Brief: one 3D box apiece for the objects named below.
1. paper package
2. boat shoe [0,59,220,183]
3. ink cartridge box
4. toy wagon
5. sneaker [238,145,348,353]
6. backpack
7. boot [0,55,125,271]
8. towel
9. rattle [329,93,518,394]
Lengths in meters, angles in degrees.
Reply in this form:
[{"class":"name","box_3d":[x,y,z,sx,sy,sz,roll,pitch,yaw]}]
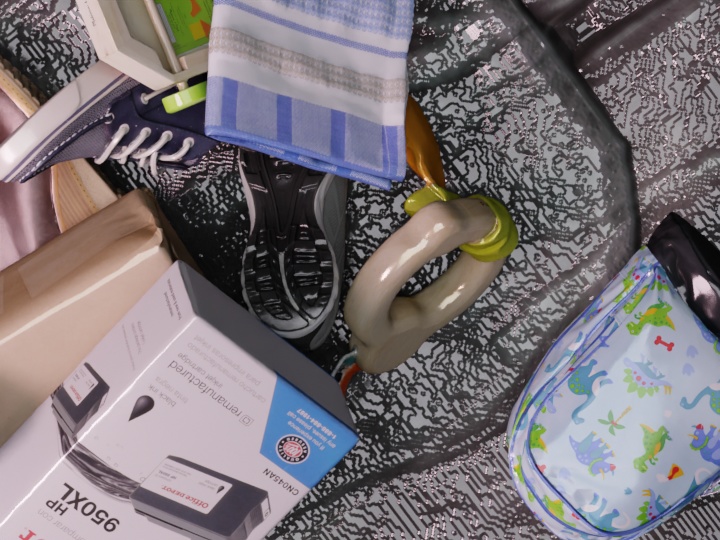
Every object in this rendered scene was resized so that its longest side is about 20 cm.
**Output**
[{"class":"paper package","box_3d":[-0.173,0.079,1.613,0.200,0.103,0.191,-31,115,3]},{"class":"boat shoe","box_3d":[-0.149,-0.094,1.602,0.093,0.075,0.200,52,56,-6]},{"class":"ink cartridge box","box_3d":[-0.123,0.119,1.537,0.145,0.084,0.200,38,103,-26]},{"class":"toy wagon","box_3d":[-0.100,-0.196,1.604,0.200,0.040,0.155,-26,97,-40]},{"class":"sneaker","box_3d":[-0.043,-0.038,1.626,0.074,0.079,0.200,1,64,7]},{"class":"backpack","box_3d":[0.185,0.091,1.618,0.200,0.154,0.163,-39,98,17]},{"class":"boot","box_3d":[-0.258,-0.040,1.651,0.166,0.072,0.200,-39,95,3]},{"class":"towel","box_3d":[-0.028,-0.160,1.590,0.147,0.024,0.200,15,65,-25]},{"class":"rattle","box_3d":[0.000,0.000,1.647,0.143,0.130,0.200,44,122,10]}]
